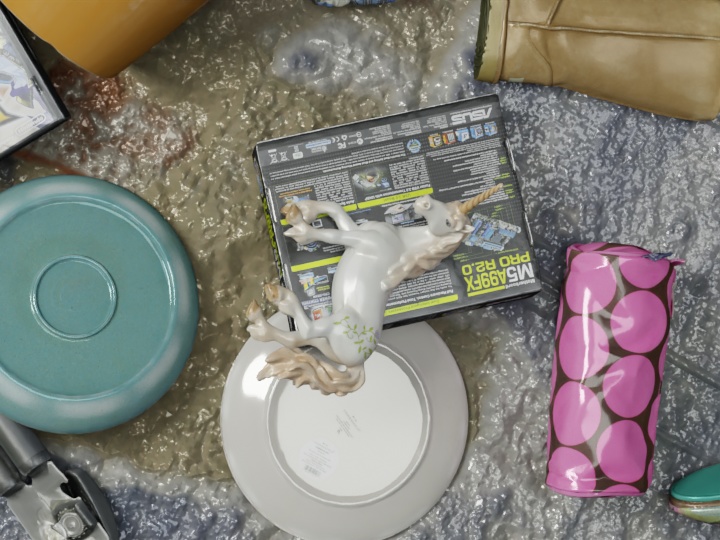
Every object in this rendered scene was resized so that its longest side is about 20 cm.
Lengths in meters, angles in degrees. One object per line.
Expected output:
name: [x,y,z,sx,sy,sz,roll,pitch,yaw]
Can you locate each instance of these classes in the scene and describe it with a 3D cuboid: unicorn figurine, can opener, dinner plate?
unicorn figurine: [0.000,0.000,1.425,0.136,0.074,0.201,21,95,-12]
can opener: [-0.257,0.143,1.459,0.053,0.067,0.201,-37,86,16]
dinner plate: [-0.011,0.117,1.502,0.198,0.024,0.202,0,91,-7]

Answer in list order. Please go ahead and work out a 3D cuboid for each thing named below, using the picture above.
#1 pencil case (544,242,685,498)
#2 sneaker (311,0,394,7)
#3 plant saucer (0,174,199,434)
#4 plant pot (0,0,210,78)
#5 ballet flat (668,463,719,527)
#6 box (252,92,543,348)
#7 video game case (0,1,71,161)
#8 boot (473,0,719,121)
pencil case: [0.199,0.080,1.501,0.093,0.091,0.202,7,92,-21]
sneaker: [0.012,-0.302,1.485,0.085,0.077,0.202,7,97,-18]
plant saucer: [-0.218,0.022,1.446,0.198,0.027,0.202,4,77,-16]
plant pot: [-0.173,-0.250,1.403,0.200,0.200,0.183,40,101,-6]
ballet flat: [0.347,0.174,1.536,0.199,0.069,0.072,-22,113,-8]
box: [0.028,-0.039,1.485,0.198,0.044,0.162,-13,84,-8]
video game case: [-0.346,-0.142,1.427,0.199,0.026,0.182,-30,94,8]
boot: [0.196,-0.217,1.511,0.198,0.066,0.177,6,102,-7]
